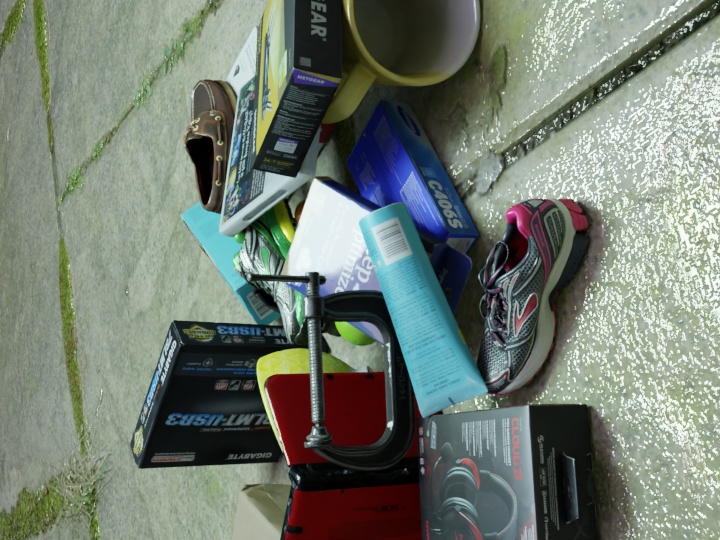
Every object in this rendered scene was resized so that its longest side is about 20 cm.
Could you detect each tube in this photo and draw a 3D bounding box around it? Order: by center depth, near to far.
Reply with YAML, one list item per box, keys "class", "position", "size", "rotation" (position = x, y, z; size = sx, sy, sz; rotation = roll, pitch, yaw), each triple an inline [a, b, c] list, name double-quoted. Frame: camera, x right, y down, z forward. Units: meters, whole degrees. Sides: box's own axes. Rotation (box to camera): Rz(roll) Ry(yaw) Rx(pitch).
- class: "tube"
  position: [0.055, 0.036, 1.222]
  size: [0.077, 0.050, 0.202]
  rotation: [-27, 78, 36]

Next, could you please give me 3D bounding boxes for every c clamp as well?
- class: "c clamp"
  position: [-0.022, 0.096, 1.221]
  size: [0.027, 0.169, 0.203]
  rotation: [-17, 80, 61]

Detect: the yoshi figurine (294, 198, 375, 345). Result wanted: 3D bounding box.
- class: "yoshi figurine"
  position: [-0.013, 0.007, 1.405]
  size: [0.200, 0.111, 0.113]
  rotation: [52, 138, 43]

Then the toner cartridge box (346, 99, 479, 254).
- class: "toner cartridge box"
  position: [0.052, -0.079, 1.355]
  size: [0.095, 0.043, 0.201]
  rotation: [-56, 44, 38]

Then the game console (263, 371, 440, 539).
- class: "game console"
  position: [-0.006, 0.207, 1.288]
  size: [0.119, 0.198, 0.175]
  rotation: [37, 120, 54]

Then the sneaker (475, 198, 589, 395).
- class: "sneaker"
  position: [0.141, 0.023, 1.178]
  size: [0.081, 0.074, 0.202]
  rotation: [42, 124, 49]

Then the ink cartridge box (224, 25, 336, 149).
- class: "ink cartridge box"
  position: [-0.120, -0.184, 1.598]
  size: [0.200, 0.083, 0.146]
  rotation: [-53, 47, 43]

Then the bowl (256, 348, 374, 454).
- class: "bowl"
  position: [-0.022, 0.163, 1.381]
  size: [0.107, 0.200, 0.202]
  rotation: [-27, 56, 5]

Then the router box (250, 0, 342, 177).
- class: "router box"
  position: [-0.066, -0.223, 1.293]
  size: [0.158, 0.052, 0.202]
  rotation: [121, 154, -51]

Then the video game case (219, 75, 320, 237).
- class: "video game case"
  position: [-0.096, -0.159, 1.421]
  size: [0.181, 0.023, 0.202]
  rotation: [-31, 47, 49]

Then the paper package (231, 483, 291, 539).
- class: "paper package"
  position: [-0.078, 0.382, 1.486]
  size: [0.190, 0.102, 0.203]
  rotation: [30, 113, 55]

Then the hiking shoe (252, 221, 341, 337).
- class: "hiking shoe"
  position: [-0.086, 0.000, 1.519]
  size: [0.201, 0.100, 0.076]
  rotation: [55, 132, 44]

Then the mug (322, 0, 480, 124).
- class: "mug"
  position: [0.010, -0.254, 1.320]
  size: [0.153, 0.185, 0.151]
  rotation: [3, 117, 66]

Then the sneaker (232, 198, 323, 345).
- class: "sneaker"
  position: [-0.095, 0.008, 1.436]
  size: [0.078, 0.084, 0.201]
  rotation: [72, 177, -50]

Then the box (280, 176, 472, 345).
- class: "box"
  position: [0.012, -0.001, 1.298]
  size: [0.199, 0.032, 0.122]
  rotation: [30, 109, 28]

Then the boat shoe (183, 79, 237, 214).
- class: "boat shoe"
  position: [-0.182, -0.156, 1.554]
  size: [0.071, 0.070, 0.202]
  rotation: [-53, 46, 44]

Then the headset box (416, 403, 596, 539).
- class: "headset box"
  position: [0.139, 0.203, 1.172]
  size: [0.199, 0.074, 0.151]
  rotation: [-15, 75, 57]

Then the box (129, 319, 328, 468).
- class: "box"
  position: [-0.162, 0.154, 1.541]
  size: [0.050, 0.198, 0.200]
  rotation: [57, 133, 45]

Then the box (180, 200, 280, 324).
- class: "box"
  position: [-0.167, -0.013, 1.659]
  size: [0.200, 0.049, 0.083]
  rotation: [48, 170, 48]
